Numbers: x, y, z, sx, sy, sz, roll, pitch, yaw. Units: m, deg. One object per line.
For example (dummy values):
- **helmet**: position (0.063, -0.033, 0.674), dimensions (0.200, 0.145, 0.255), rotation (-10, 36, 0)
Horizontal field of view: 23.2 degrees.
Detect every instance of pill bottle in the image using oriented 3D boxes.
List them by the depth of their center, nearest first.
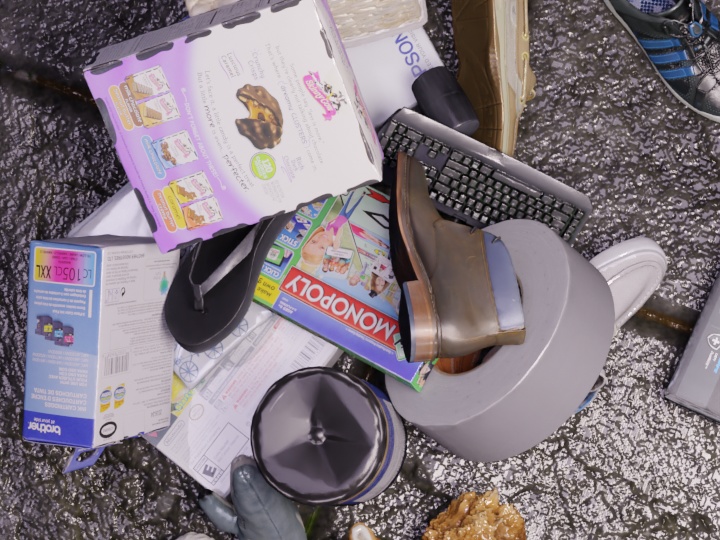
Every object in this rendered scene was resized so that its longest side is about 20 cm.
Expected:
- **pill bottle**: position (-0.020, 0.143, 1.482), dimensions (0.111, 0.200, 0.113), rotation (-1, 82, 8)

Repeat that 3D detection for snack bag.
- **snack bag**: position (-0.135, -0.026, 1.570), dimensions (0.200, 0.021, 0.189), rotation (-41, 77, 1)

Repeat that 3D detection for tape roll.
- **tape roll**: position (0.115, 0.058, 1.479), dimensions (0.066, 0.200, 0.201), rotation (38, 90, -33)

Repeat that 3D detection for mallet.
- **mallet**: position (0.023, -0.092, 1.567), dimensions (0.200, 0.041, 0.066), rotation (-45, 67, 19)

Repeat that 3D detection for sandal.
- **sandal**: position (-0.111, -0.025, 1.509), dimensions (0.076, 0.043, 0.201), rotation (22, 78, 31)

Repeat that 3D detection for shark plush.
- **shark plush**: position (-0.074, 0.249, 1.522), dimensions (0.090, 0.083, 0.201), rotation (-17, 102, -16)

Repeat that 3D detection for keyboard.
- **keyboard**: position (0.091, -0.054, 1.545), dimensions (0.199, 0.021, 0.127), rotation (25, 122, -7)

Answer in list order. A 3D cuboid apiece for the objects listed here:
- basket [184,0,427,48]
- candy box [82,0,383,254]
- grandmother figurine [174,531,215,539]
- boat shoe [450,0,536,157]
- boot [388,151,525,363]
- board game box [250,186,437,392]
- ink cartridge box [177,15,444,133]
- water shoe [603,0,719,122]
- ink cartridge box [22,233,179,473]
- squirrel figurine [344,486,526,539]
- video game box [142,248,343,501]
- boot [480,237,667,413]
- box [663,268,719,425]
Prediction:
- **basket**: position (-0.064, -0.300, 1.531), dimensions (0.199, 0.161, 0.199), rotation (-14, 78, 9)
- **candy box**: position (-0.100, -0.128, 1.443), dimensions (0.199, 0.072, 0.168), rotation (-17, 110, 10)
- **grandmother figurine**: position (-0.122, 0.328, 1.548), dimensions (0.121, 0.061, 0.201), rotation (-17, 83, -2)
- **boat shoe**: position (0.124, -0.170, 1.563), dimensions (0.074, 0.066, 0.201), rotation (14, 108, 49)
- **boot**: position (0.075, -0.013, 1.439), dimensions (0.096, 0.075, 0.201), rotation (-2, 57, -6)
- **board game box**: position (0.000, 0.000, 1.501), dimensions (0.199, 0.029, 0.135), rotation (27, 79, 26)
- **ink cartridge box**: position (-0.044, -0.202, 1.613), dimensions (0.199, 0.043, 0.197), rotation (-30, 79, 3)
- **water shoe**: position (0.280, -0.207, 1.542), dimensions (0.072, 0.079, 0.200), rotation (-45, 78, 1)
- **ink cartridge box**: position (-0.220, 0.073, 1.498), dimensions (0.076, 0.136, 0.201), rotation (4, 95, 23)
- **squirrel figurine**: position (0.066, 0.281, 1.502), dimensions (0.186, 0.142, 0.200), rotation (40, 76, 22)
- **video game box**: position (-0.131, 0.076, 1.588), dimensions (0.182, 0.047, 0.200), rotation (38, 89, 10)
- **boot**: position (0.196, 0.064, 1.504), dimensions (0.200, 0.074, 0.096), rotation (-42, 36, 9)
- **box**: position (0.371, 0.053, 1.509), dimensions (0.158, 0.046, 0.201), rotation (25, 87, 11)
